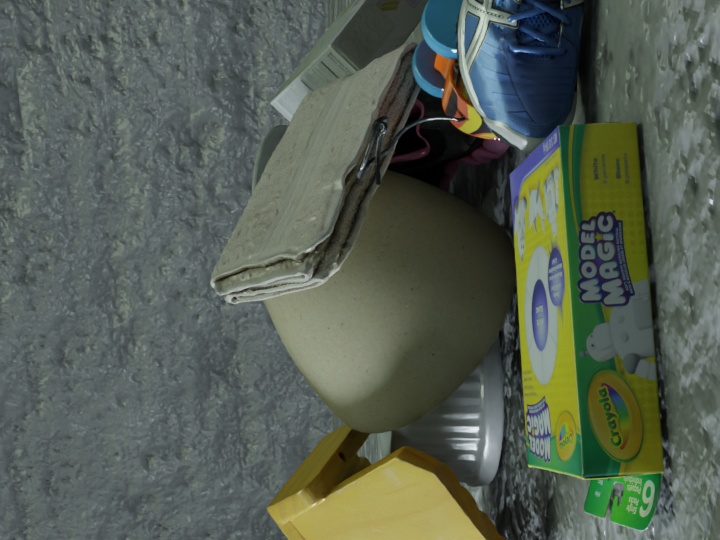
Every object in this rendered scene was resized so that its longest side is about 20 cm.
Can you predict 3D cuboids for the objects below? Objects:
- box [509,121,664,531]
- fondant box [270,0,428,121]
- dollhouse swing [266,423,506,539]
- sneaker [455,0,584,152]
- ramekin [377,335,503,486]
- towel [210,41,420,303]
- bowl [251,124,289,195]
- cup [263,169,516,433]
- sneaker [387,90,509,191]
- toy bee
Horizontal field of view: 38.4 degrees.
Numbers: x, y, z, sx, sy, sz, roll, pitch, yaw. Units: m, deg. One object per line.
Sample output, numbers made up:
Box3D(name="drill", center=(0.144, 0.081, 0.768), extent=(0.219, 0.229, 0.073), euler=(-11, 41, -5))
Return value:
Box3D(name="box", center=(0.119, 0.034, 0.563), extent=(0.117, 0.047, 0.205), euler=(120, 146, -81))
Box3D(name="fondant box", center=(-0.005, -0.232, 1.061), extent=(0.145, 0.058, 0.199), euler=(-54, 14, -19))
Box3D(name="dollhouse swing", center=(0.060, 0.203, 0.818), extent=(0.201, 0.175, 0.182), euler=(51, -153, -1))
Box3D(name="sneaker", center=(0.093, -0.171, 0.593), extent=(0.077, 0.074, 0.205), euler=(103, 163, -86))
Box3D(name="ramekin", center=(0.063, 0.093, 0.932), extent=(0.202, 0.092, 0.207), euler=(178, 90, -84))
Box3D(name="towel", center=(-0.032, -0.069, 0.737), extent=(0.131, 0.034, 0.203), euler=(-14, 45, 48))
Box3D(name="bowl", center=(-0.021, -0.040, 0.960), extent=(0.201, 0.088, 0.206), euler=(-7, -90, -71))
Box3D(name="cup", center=(0.000, 0.000, 0.797), extent=(0.143, 0.200, 0.202), euler=(39, -159, -27))
Box3D(name="sneaker", center=(0.041, -0.100, 0.846), extent=(0.200, 0.094, 0.081), euler=(140, 118, -62))
Box3D(name="toy bee", center=(0.084, -0.133, 0.698), extent=(0.131, 0.107, 0.204), euler=(18, -86, -87))
